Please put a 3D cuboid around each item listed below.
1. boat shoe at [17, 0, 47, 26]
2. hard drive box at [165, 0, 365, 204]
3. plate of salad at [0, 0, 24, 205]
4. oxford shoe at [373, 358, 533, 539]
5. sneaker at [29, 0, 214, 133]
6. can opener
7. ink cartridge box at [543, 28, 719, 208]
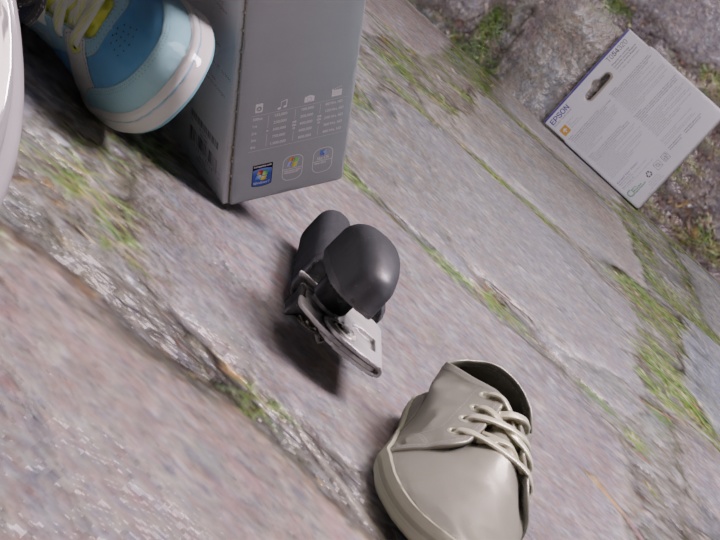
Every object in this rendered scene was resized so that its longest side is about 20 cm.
[{"bbox_3d":[-0.154,-0.148,0.855,0.200,0.066,0.070,-10,4,-28],"label":"boat shoe"},{"bbox_3d":[-0.066,-0.164,0.991,0.077,0.200,0.156,-15,45,-26],"label":"hard drive box"},{"bbox_3d":[-0.176,-0.096,0.622,0.200,0.048,0.200,-11,90,-71],"label":"plate of salad"},{"bbox_3d":[0.050,0.086,0.822,0.075,0.058,0.200,43,13,-7],"label":"oxford shoe"},{"bbox_3d":[-0.160,-0.147,0.935,0.131,0.080,0.200,35,4,-37],"label":"sneaker"},{"bbox_3d":[0.000,0.000,0.940,0.053,0.067,0.200,41,12,-9],"label":"can opener"},{"bbox_3d":[0.419,-0.232,2.794,0.200,0.196,0.043,44,11,6],"label":"ink cartridge box"}]
